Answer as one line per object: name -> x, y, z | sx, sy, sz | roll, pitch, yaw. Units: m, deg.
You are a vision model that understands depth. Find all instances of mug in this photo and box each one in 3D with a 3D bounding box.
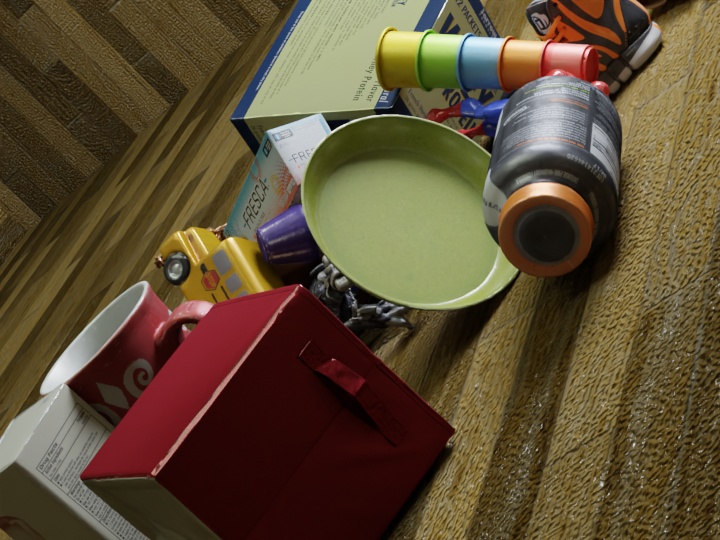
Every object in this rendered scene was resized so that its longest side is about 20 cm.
mug -> -0.153, 0.123, 1.569 | 0.133, 0.200, 0.177 | -51, 16, -24

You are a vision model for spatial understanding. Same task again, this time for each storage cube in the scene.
storage cube -> -0.072, 0.139, 1.360 | 0.180, 0.171, 0.200 | -53, 17, -22

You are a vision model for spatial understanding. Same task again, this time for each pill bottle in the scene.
pill bottle -> 0.152, -0.071, 1.437 | 0.106, 0.106, 0.200 | -38, 15, 25

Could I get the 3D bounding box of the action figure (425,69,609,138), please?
action figure -> 0.136, -0.115, 1.594 | 0.200, 0.065, 0.099 | -16, 50, 47

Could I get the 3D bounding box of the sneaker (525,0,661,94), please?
sneaker -> 0.178, -0.188, 1.674 | 0.200, 0.112, 0.078 | -50, 14, -13

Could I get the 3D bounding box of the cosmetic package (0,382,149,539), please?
cosmetic package -> -0.217, 0.204, 1.521 | 0.087, 0.200, 0.103 | -33, 19, 39

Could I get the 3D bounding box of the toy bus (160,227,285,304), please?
toy bus -> -0.106, 0.040, 1.681 | 0.078, 0.200, 0.065 | -41, -25, 20

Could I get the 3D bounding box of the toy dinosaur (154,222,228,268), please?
toy dinosaur -> -0.126, -0.008, 1.968 | 0.200, 0.136, 0.102 | -6, -10, -11

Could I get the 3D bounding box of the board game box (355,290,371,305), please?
board game box -> -0.066, 0.075, 1.814 | 0.200, 0.030, 0.096 | -42, 15, 22

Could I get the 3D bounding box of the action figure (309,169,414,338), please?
action figure -> 0.006, 0.009, 1.624 | 0.200, 0.102, 0.119 | 96, 160, -54

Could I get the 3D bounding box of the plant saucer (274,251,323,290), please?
plant saucer -> -0.065, 0.005, 1.819 | 0.200, 0.038, 0.200 | -27, -17, -9

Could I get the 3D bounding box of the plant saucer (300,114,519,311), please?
plant saucer -> 0.043, -0.043, 1.528 | 0.200, 0.200, 0.031 | -57, -5, -38

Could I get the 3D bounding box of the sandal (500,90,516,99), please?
sandal -> 0.163, -0.171, 1.809 | 0.076, 0.043, 0.200 | -47, 14, -7

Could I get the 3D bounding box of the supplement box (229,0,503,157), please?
supplement box -> 0.016, -0.180, 1.826 | 0.199, 0.134, 0.200 | -1, 49, 36

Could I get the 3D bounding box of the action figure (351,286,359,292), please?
action figure -> 0.000, 0.000, 1.729 | 0.200, 0.052, 0.065 | -25, 16, 4

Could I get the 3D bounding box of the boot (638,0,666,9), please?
boot -> 0.333, -0.333, 1.733 | 0.155, 0.074, 0.200 | -54, 4, -34

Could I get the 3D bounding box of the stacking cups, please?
stacking cups -> 0.114, -0.190, 1.632 | 0.200, 0.061, 0.061 | 3, 40, 26

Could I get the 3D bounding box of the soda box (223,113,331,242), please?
soda box -> -0.074, -0.068, 1.780 | 0.063, 0.068, 0.200 | -21, -19, -27

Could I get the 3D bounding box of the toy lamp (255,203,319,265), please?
toy lamp -> 0.001, -0.053, 1.695 | 0.200, 0.058, 0.058 | -21, 10, -11
